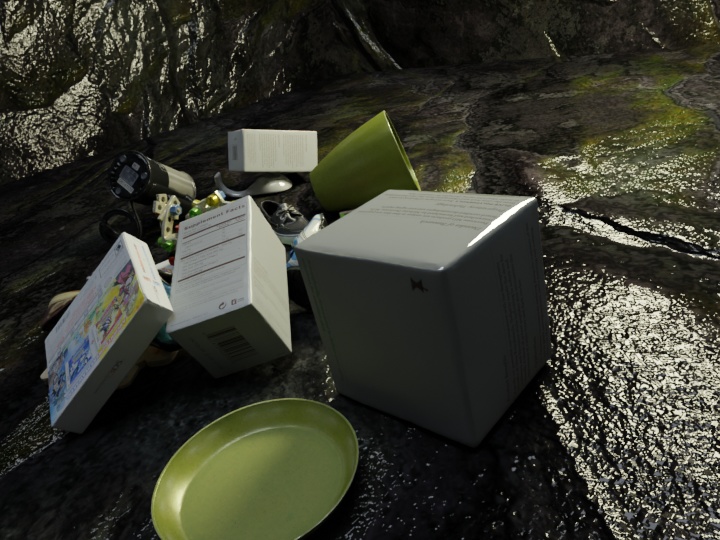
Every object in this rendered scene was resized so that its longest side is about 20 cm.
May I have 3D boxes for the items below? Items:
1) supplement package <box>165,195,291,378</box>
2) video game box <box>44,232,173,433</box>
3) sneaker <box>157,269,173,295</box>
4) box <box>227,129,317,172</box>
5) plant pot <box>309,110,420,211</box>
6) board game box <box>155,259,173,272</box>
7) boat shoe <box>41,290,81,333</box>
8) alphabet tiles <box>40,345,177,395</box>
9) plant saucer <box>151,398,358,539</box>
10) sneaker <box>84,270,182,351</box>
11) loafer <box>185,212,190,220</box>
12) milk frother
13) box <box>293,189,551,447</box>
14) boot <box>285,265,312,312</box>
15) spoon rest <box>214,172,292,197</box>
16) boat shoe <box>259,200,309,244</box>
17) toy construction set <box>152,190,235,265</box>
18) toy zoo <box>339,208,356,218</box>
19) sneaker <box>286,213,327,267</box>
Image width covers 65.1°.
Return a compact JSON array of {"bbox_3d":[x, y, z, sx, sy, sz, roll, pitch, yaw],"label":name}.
[{"bbox_3d":[-0.172,0.019,0.759,0.117,0.117,0.200,-20,46,10],"label":"supplement package"},{"bbox_3d":[-0.333,0.073,0.733,0.200,0.047,0.182,-51,39,7],"label":"video game box"},{"bbox_3d":[-0.236,0.024,0.888,0.199,0.090,0.078,-7,24,-10],"label":"sneaker"},{"bbox_3d":[-0.233,-0.313,1.488,0.200,0.107,0.152,-5,12,-27],"label":"box"},{"bbox_3d":[0.000,-0.207,1.196,0.200,0.187,0.187,-24,24,11],"label":"plant pot"},{"bbox_3d":[-0.288,0.001,1.027,0.200,0.040,0.153,-26,29,-27],"label":"board game box"},{"bbox_3d":[-0.446,0.062,0.943,0.199,0.072,0.072,-14,34,12],"label":"boat shoe"},{"bbox_3d":[-0.362,0.123,0.841,0.199,0.015,0.196,-10,26,6],"label":"alphabet tiles"},{"bbox_3d":[-0.096,0.200,0.544,0.199,0.031,0.200,-10,25,5],"label":"plant saucer"},{"bbox_3d":[-0.326,0.070,0.850,0.200,0.088,0.074,33,53,23],"label":"sneaker"},{"bbox_3d":[-0.294,-0.103,1.219,0.076,0.068,0.200,7,16,32],"label":"loafer"},{"bbox_3d":[-0.515,-0.158,1.367,0.200,0.181,0.188,-38,-15,10],"label":"milk frother"},{"bbox_3d":[0.072,0.036,0.607,0.200,0.199,0.171,10,34,42],"label":"box"},{"bbox_3d":[-0.001,-0.001,0.864,0.198,0.074,0.163,8,34,25],"label":"boot"},{"bbox_3d":[-0.279,-0.223,1.482,0.199,0.061,0.099,2,27,0],"label":"spoon rest"},{"bbox_3d":[-0.153,-0.106,1.156,0.070,0.066,0.200,-24,28,-22],"label":"boat shoe"},{"bbox_3d":[-0.298,-0.078,0.992,0.200,0.131,0.092,7,31,35],"label":"toy construction set"},{"bbox_3d":[0.032,-0.085,1.080,0.131,0.021,0.200,-13,25,-1],"label":"toy zoo"},{"bbox_3d":[-0.090,-0.047,1.006,0.072,0.072,0.200,-16,21,11],"label":"sneaker"}]
